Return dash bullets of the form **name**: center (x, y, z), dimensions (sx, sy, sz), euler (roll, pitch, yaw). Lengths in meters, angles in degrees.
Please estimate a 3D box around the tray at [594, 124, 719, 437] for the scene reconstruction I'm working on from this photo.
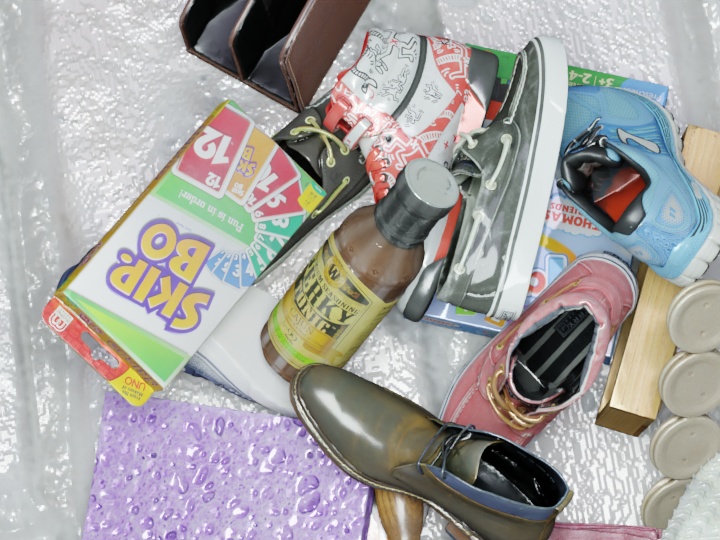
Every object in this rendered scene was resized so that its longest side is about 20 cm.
- **tray**: center (0.209, 0.009, 1.545), dimensions (0.037, 0.099, 0.201), euler (17, 80, 4)

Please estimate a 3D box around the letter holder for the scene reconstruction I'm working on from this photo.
- **letter holder**: center (-0.038, -0.234, 1.586), dimensions (0.100, 0.142, 0.201), euler (29, 81, 8)

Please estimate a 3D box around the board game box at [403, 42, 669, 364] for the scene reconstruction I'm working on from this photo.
- **board game box**: center (0.125, -0.048, 1.594), dimensions (0.151, 0.037, 0.201), euler (12, 80, 5)

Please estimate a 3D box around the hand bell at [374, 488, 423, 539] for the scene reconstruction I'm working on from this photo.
- **hand bell**: center (0.035, 0.207, 1.507), dimensions (0.104, 0.104, 0.201), euler (-7, 74, 1)

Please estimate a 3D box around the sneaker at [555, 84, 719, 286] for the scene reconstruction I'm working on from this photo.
- **sneaker**: center (0.169, -0.073, 1.491), dimensions (0.090, 0.200, 0.079), euler (23, 110, -32)

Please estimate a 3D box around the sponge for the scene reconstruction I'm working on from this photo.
- **sponge**: center (-0.090, 0.152, 1.551), dimensions (0.199, 0.030, 0.112), euler (7, 78, 13)

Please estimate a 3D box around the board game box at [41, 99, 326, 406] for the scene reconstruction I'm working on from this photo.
- **board game box**: center (-0.118, -0.012, 1.510), dimensions (0.096, 0.030, 0.200), euler (44, 71, -13)

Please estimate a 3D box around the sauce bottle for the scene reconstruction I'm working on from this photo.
- **sauce bottle**: center (0.000, 0.000, 1.483), dimensions (0.064, 0.200, 0.065), euler (18, 46, -19)

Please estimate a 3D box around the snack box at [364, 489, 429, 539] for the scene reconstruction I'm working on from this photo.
- **snack box**: center (-0.008, 0.224, 1.549), dimensions (0.072, 0.024, 0.201), euler (16, 79, 4)

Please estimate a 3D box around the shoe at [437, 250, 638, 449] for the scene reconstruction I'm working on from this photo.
- **shoe**: center (0.106, 0.075, 1.496), dimensions (0.071, 0.091, 0.200), euler (40, 117, 3)

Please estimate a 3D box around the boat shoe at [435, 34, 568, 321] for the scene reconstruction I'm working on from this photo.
- **boat shoe**: center (0.093, -0.068, 1.490), dimensions (0.063, 0.071, 0.201), euler (14, 71, -7)

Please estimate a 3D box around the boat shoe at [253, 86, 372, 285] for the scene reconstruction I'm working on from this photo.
- **boat shoe**: center (-0.038, -0.070, 1.593), dimensions (0.072, 0.061, 0.201), euler (40, 83, 10)

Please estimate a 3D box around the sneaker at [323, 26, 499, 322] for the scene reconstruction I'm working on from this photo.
- **sneaker**: center (0.021, -0.070, 1.545), dimensions (0.107, 0.067, 0.202), euler (16, 74, -4)

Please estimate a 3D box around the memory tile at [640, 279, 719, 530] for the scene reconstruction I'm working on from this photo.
- **memory tile**: center (0.263, 0.089, 1.489), dimensions (0.153, 0.017, 0.201), euler (-6, 121, -15)

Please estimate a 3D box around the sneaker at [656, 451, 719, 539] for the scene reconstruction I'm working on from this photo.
- **sneaker**: center (0.238, 0.199, 1.471), dimensions (0.069, 0.100, 0.200), euler (23, 61, 39)

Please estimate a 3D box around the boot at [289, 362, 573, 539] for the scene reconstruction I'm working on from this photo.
- **boot**: center (0.050, 0.112, 1.472), dimensions (0.200, 0.097, 0.075), euler (35, 59, -4)

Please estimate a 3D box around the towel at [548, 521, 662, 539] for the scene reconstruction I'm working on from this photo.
- **towel**: center (0.132, 0.269, 1.507), dimensions (0.143, 0.023, 0.201), euler (-2, 79, 28)

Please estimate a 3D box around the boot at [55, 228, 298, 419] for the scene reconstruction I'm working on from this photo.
- **boot**: center (-0.114, 0.044, 1.575), dimensions (0.200, 0.090, 0.073), euler (38, 55, -16)
